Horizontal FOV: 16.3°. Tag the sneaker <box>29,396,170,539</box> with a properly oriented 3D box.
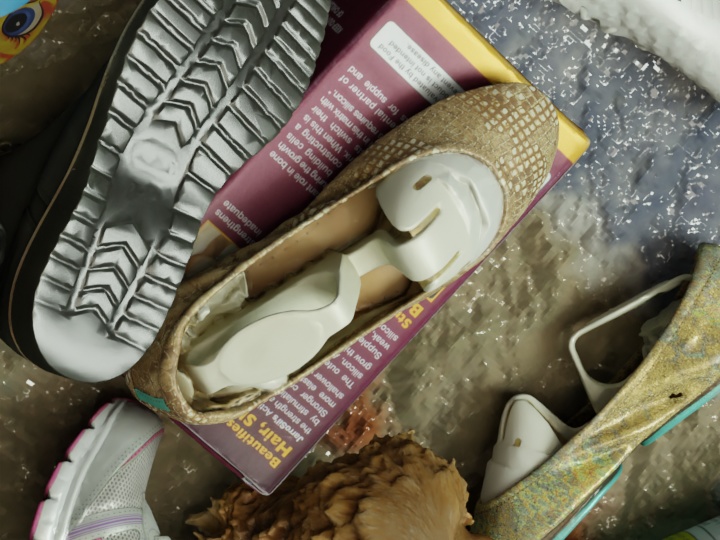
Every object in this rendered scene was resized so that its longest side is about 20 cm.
[{"bbox_3d":[-0.101,0.152,1.044,0.088,0.081,0.201,11,69,-5],"label":"sneaker"}]

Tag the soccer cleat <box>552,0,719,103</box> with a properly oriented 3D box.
[{"bbox_3d":[0.116,-0.123,1.054,0.085,0.069,0.200,-32,111,8],"label":"soccer cleat"}]

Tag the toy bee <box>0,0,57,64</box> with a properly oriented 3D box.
[{"bbox_3d":[-0.154,-0.107,0.964,0.199,0.131,0.109,10,131,-29],"label":"toy bee"}]

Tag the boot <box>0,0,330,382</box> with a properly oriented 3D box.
[{"bbox_3d":[-0.104,-0.060,0.997,0.077,0.138,0.200,40,75,-30],"label":"boot"}]

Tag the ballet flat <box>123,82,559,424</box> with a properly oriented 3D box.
[{"bbox_3d":[0.000,0.000,0.969,0.200,0.065,0.071,-36,114,-1],"label":"ballet flat"}]

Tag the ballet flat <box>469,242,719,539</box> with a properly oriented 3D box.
[{"bbox_3d":[0.103,0.065,1.120,0.200,0.071,0.071,-43,114,3],"label":"ballet flat"}]

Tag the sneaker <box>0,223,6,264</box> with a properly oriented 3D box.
[{"bbox_3d":[-0.182,-0.017,0.948,0.090,0.201,0.067,-9,138,-14],"label":"sneaker"}]

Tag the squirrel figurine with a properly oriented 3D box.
[{"bbox_3d":[0.010,0.172,1.084,0.141,0.187,0.201,-22,77,-21],"label":"squirrel figurine"}]

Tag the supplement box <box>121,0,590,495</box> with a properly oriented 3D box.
[{"bbox_3d":[-0.019,-0.025,1.038,0.110,0.086,0.200,41,94,-24],"label":"supplement box"}]

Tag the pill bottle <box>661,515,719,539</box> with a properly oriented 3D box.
[{"bbox_3d":[0.175,0.169,1.143,0.199,0.114,0.115,-21,113,-6],"label":"pill bottle"}]
